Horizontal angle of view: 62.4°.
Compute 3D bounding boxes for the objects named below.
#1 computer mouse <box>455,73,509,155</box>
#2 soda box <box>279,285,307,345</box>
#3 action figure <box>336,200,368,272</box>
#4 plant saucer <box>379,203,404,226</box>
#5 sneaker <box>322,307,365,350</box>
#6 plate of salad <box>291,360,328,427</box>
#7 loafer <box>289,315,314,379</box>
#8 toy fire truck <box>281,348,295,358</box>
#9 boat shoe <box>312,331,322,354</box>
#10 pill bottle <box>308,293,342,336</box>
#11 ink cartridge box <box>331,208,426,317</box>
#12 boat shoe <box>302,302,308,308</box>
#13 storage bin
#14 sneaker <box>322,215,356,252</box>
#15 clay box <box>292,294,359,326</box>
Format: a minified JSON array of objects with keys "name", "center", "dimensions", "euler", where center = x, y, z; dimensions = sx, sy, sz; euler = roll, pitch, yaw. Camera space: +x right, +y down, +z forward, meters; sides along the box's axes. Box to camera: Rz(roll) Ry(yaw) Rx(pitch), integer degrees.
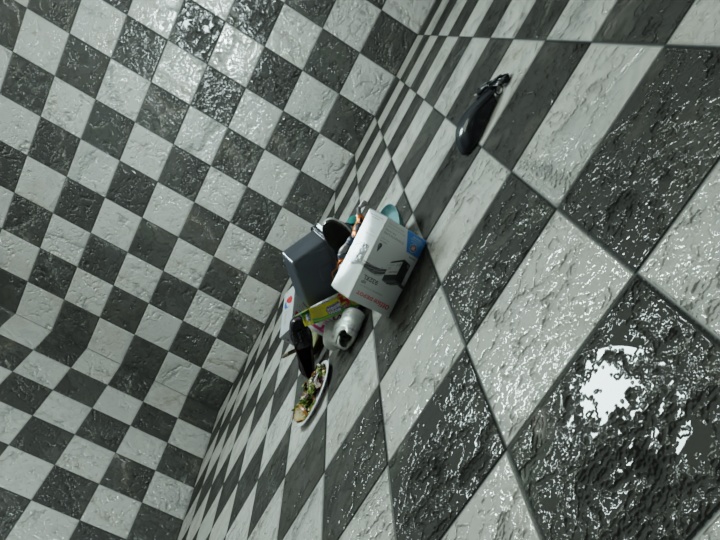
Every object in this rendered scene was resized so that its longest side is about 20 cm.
[{"name":"computer mouse","center":[0.272,-0.374,1.414],"dimensions":[0.205,0.052,0.138],"euler":[-65,13,-7]},{"name":"soda box","center":[-0.224,0.148,2.017],"dimensions":[0.068,0.063,0.204],"euler":[-39,32,32]},{"name":"action figure","center":[0.004,-0.041,1.483],"dimensions":[0.102,0.202,0.196],"euler":[4,49,36]},{"name":"plant saucer","center":[0.073,-0.072,1.573],"dimensions":[0.199,0.027,0.208],"euler":[-171,89,-71]},{"name":"sneaker","center":[-0.060,0.179,1.627],"dimensions":[0.200,0.073,0.101],"euler":[-50,16,49]},{"name":"plate of salad","center":[-0.146,0.349,1.713],"dimensions":[0.203,0.047,0.201],"euler":[-60,12,20]},{"name":"loafer","center":[-0.174,0.243,1.849],"dimensions":[0.063,0.070,0.206],"euler":[-136,34,-66]},{"name":"toy fire truck","center":[-0.196,0.216,2.082],"dimensions":[0.177,0.125,0.204],"euler":[-52,28,40]},{"name":"boat shoe","center":[-0.138,0.177,1.955],"dimensions":[0.206,0.062,0.073],"euler":[-67,-21,7]},{"name":"pill bottle","center":[-0.083,0.093,1.822],"dimensions":[0.204,0.111,0.113],"euler":[-62,12,6]},{"name":"ink cartridge box","center":[0.044,-0.015,1.384],"dimensions":[0.083,0.143,0.204],"euler":[31,94,50]},{"name":"boat shoe","center":[-0.155,0.092,1.910],"dimensions":[0.066,0.072,0.200],"euler":[-55,-21,-4]},{"name":"storage bin","center":[-0.125,0.001,1.655],"dimensions":[0.132,0.204,0.145],"euler":[-31,38,-18]},{"name":"sneaker","center":[-0.031,-0.107,1.592],"dimensions":[0.082,0.199,0.123],"euler":[-30,42,23]},{"name":"clay box","center":[-0.088,0.109,1.677],"dimensions":[0.195,0.049,0.115],"euler":[-22,-2,-19]}]
